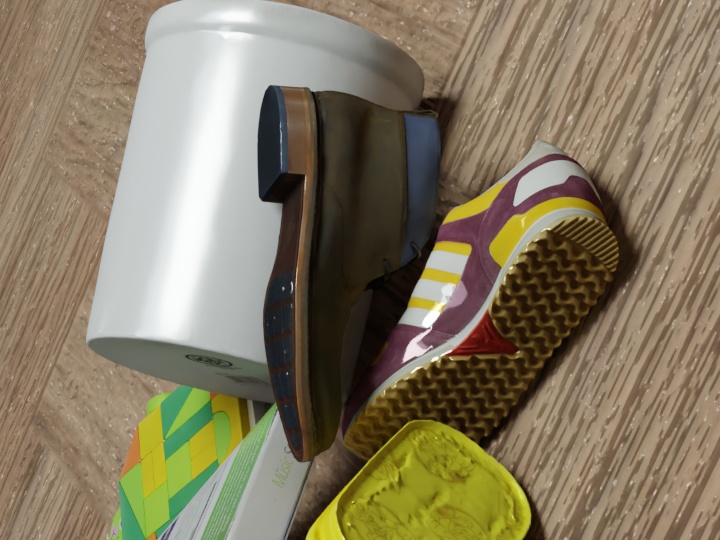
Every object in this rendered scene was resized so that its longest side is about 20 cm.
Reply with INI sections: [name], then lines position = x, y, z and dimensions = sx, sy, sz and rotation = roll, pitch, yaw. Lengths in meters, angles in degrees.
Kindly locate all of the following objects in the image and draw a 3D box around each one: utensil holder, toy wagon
[utensil holder]
position = -0.064, -0.036, 1.140
dimensions = 0.170, 0.169, 0.201
rotation = -6, 67, 54
[toy wagon]
position = -0.114, 0.145, 1.253
dimensions = 0.200, 0.039, 0.156
rotation = -41, 45, 38

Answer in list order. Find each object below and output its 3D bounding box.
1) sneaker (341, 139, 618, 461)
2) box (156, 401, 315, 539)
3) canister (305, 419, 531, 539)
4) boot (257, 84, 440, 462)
[sneaker]
position = 0.059, 0.021, 1.045
dimensions = 0.200, 0.075, 0.090
rotation = -46, 33, 24
[box]
position = -0.098, 0.178, 1.099
dimensions = 0.200, 0.036, 0.145
rotation = -51, 10, 35
[canister]
position = -0.013, 0.189, 1.002
dimensions = 0.200, 0.086, 0.149
rotation = -54, -7, 29
[boot]
position = 0.000, 0.000, 1.033
dimensions = 0.075, 0.096, 0.201
rotation = 155, 114, -72
